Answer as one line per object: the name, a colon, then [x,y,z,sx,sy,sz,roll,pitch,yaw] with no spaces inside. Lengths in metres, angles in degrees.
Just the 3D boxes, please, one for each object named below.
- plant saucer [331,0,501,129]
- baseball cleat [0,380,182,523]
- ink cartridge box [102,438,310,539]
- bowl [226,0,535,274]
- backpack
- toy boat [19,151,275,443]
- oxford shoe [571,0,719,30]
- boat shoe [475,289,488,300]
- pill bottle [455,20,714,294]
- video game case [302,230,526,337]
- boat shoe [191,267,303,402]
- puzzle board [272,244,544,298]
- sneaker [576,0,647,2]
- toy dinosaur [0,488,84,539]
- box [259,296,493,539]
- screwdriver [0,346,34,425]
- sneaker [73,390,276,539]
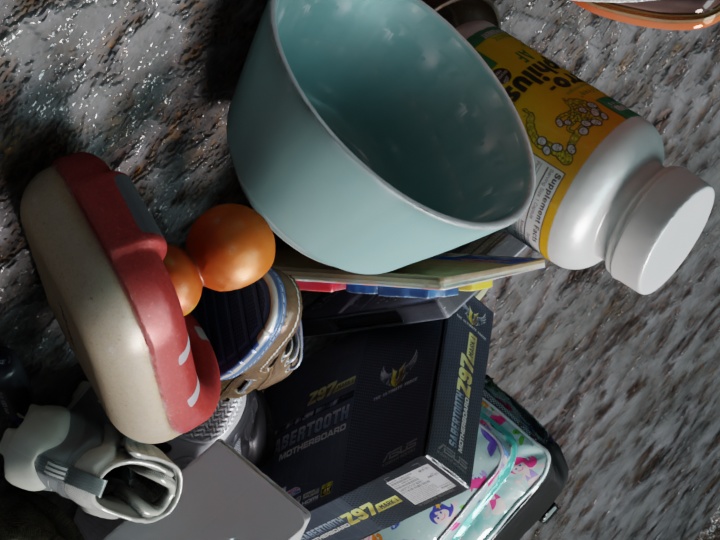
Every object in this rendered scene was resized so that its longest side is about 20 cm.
plant saucer: [0.020,-0.109,1.487,0.200,0.034,0.201,-42,156,-24]
baseball cleat: [-0.151,0.116,1.333,0.070,0.106,0.200,-66,171,11]
ink cartridge box: [-0.126,0.224,1.399,0.145,0.084,0.200,-40,163,-38]
bowl: [-0.003,-0.078,1.315,0.105,0.201,0.200,-42,167,34]
backpack: [0.036,0.145,1.687,0.178,0.200,0.150,-49,155,7]
toy boat: [-0.109,0.006,1.246,0.130,0.131,0.200,-26,153,-11]
oxford shoe: [0.143,-0.216,1.345,0.071,0.199,0.073,-43,156,-34]
boat shoe: [0.088,-0.040,1.692,0.201,0.072,0.066,-49,154,-23]
pill bottle: [0.129,-0.071,1.443,0.113,0.200,0.113,-44,155,-26]
video game case: [0.050,-0.006,1.560,0.143,0.019,0.200,-41,-165,-28]
boat shoe: [-0.076,0.039,1.375,0.072,0.073,0.200,0,165,-28]
puzzle board: [0.000,0.000,1.416,0.150,0.199,0.018,-9,101,-60]
sneaker: [0.100,-0.208,1.289,0.071,0.199,0.080,-58,158,-74]
toy dinosaur: [-0.211,0.170,1.377,0.077,0.102,0.200,-56,167,21]
box: [0.001,0.114,1.546,0.200,0.051,0.158,-29,-145,37]
screwdriver: [-0.206,0.096,1.358,0.029,0.028,0.200,-20,155,-4]
sneaker: [-0.123,0.147,1.533,0.201,0.075,0.114,-58,159,13]
